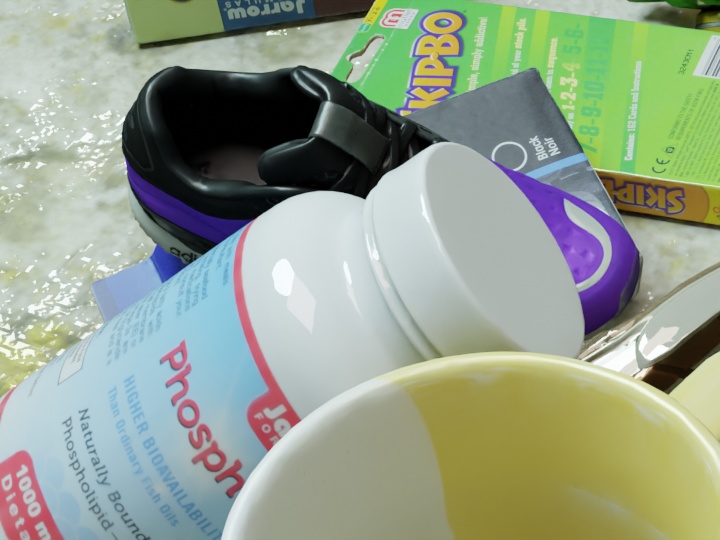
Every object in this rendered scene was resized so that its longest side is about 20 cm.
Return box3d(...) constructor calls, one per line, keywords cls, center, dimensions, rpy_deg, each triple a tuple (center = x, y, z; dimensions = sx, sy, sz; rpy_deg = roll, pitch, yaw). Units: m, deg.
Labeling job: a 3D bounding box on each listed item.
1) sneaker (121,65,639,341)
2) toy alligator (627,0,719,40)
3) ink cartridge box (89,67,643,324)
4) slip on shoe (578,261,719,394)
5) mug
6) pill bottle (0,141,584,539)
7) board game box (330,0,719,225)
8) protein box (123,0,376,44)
box3d(cls="sneaker", center=(0.003, -0.026, 0.865), dimensions=(0.198, 0.100, 0.070), rpy_deg=(14, 65, 9))
box3d(cls="toy alligator", center=(0.192, -0.128, 0.998), dimensions=(0.199, 0.060, 0.054), rpy_deg=(0, 0, 33))
box3d(cls="ink cartridge box", center=(0.000, 0.000, 0.930), dimensions=(0.199, 0.039, 0.100), rpy_deg=(-23, 63, -10))
box3d(cls="slip on shoe", center=(0.084, 0.048, 0.855), dimensions=(0.200, 0.076, 0.061), rpy_deg=(-38, 46, -14))
box3d(cls="mug", center=(0.062, 0.125, 0.711), dimensions=(0.185, 0.154, 0.150), rpy_deg=(-16, 41, -4))
box3d(cls="pill bottle", center=(-0.028, 0.043, 0.797), dimensions=(0.199, 0.109, 0.109), rpy_deg=(-34, 33, 27))
box3d(cls="board game box", center=(0.082, -0.072, 1.018), dimensions=(0.199, 0.030, 0.096), rpy_deg=(12, 48, 22))
box3d(cls="protein box", center=(-0.058, -0.252, 1.120), dimensions=(0.134, 0.201, 0.199), rpy_deg=(-7, 41, 6))
